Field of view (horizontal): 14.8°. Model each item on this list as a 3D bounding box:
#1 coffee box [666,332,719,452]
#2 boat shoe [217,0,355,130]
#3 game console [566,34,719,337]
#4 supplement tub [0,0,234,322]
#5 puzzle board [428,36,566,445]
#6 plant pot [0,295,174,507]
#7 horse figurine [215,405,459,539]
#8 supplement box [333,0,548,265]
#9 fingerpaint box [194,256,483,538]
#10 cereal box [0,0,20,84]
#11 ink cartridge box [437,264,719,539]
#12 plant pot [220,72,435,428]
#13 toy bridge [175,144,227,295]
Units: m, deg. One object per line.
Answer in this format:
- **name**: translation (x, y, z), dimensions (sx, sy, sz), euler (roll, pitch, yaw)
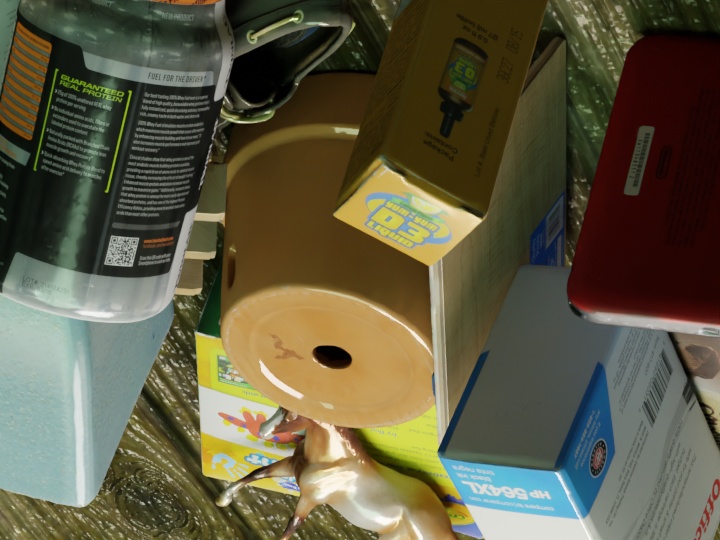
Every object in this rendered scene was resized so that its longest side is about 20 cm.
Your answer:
- **coffee box**: translation (0.214, 0.037, 1.673), dimensions (0.113, 0.080, 0.200), euler (6, 142, 21)
- **boat shoe**: translation (-0.066, -0.121, 1.586), dimensions (0.072, 0.061, 0.202), euler (4, 153, -31)
- **game console**: translation (0.215, -0.014, 1.503), dimensions (0.172, 0.201, 0.119), euler (6, 141, 15)
- **supplement tub**: translation (-0.140, -0.083, 1.526), dimensions (0.122, 0.123, 0.201), euler (16, 108, 2)
- **puzzle board**: translation (0.077, -0.015, 1.589), dimensions (0.017, 0.151, 0.200), euler (20, 140, 22)
- **plant pot**: translation (-0.228, -0.010, 1.715), dimensions (0.195, 0.197, 0.201), euler (13, 131, 7)
- **horse figurine**: translation (-0.002, 0.162, 1.816), dimensions (0.200, 0.050, 0.133), euler (37, 123, -12)
- **supplement box**: translation (0.047, -0.104, 1.456), dimensions (0.066, 0.201, 0.069), euler (28, 142, -15)
- **fingerpaint box**: translation (-0.003, 0.083, 1.830), dimensions (0.199, 0.074, 0.167), euler (12, 143, 9)
- **cereal box**: translation (-0.203, -0.152, 1.546), dimensions (0.040, 0.144, 0.200), euler (41, 146, 19)
- **ink cartridge box**: translation (0.136, 0.116, 1.621), dimensions (0.084, 0.146, 0.200), euler (4, 141, 30)
- **plant pot**: translation (0.000, 0.000, 1.665), dimensions (0.199, 0.140, 0.200), euler (11, 144, 8)
- **toy bridge**: translation (-0.099, -0.041, 1.673), dimensions (0.027, 0.068, 0.200), euler (3, 165, -7)
